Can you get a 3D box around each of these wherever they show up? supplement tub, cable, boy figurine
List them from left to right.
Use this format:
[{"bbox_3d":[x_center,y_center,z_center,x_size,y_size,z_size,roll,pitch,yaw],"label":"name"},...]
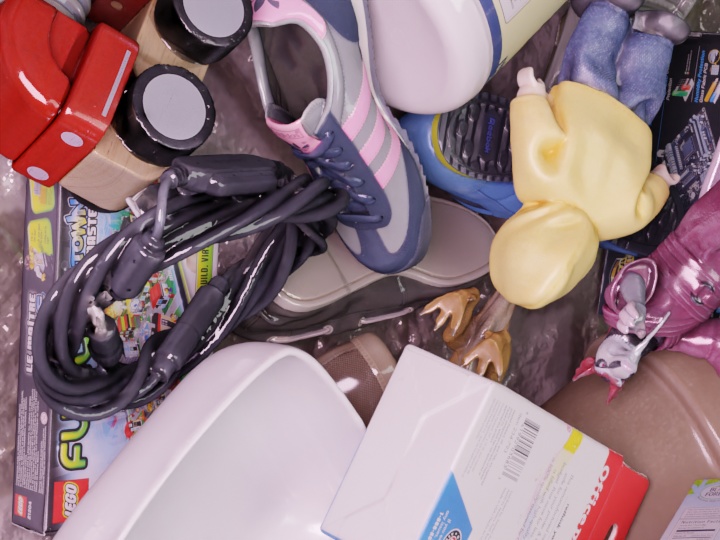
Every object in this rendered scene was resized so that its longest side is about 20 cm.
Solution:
[{"bbox_3d":[-0.083,0.010,1.090,0.163,0.051,0.200,-56,159,21],"label":"cable"},{"bbox_3d":[0.064,-0.202,1.223,0.200,0.145,0.145,-46,124,-27],"label":"supplement tub"},{"bbox_3d":[0.135,-0.065,1.247,0.124,0.064,0.201,26,76,-26],"label":"boy figurine"}]

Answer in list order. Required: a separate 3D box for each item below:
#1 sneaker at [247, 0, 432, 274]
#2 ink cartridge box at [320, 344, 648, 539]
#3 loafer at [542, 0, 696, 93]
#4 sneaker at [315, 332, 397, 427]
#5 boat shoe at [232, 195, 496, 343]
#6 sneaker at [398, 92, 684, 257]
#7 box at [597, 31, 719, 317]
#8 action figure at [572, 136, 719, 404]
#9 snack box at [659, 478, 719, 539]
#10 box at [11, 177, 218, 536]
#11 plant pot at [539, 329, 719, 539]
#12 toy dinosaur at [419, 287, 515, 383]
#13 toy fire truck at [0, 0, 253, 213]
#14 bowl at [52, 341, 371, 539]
[{"bbox_3d":[-0.021,-0.074,1.167,0.082,0.070,0.201,-49,126,-48],"label":"sneaker"},{"bbox_3d":[0.077,0.133,1.208,0.200,0.067,0.117,32,82,-51],"label":"ink cartridge box"},{"bbox_3d":[0.156,-0.156,1.338,0.075,0.070,0.201,26,107,-9],"label":"loafer"},{"bbox_3d":[0.006,0.132,1.289,0.075,0.070,0.201,-24,116,-10],"label":"sneaker"},{"bbox_3d":[0.000,0.000,1.267,0.199,0.057,0.067,-12,69,-44],"label":"boat shoe"},{"bbox_3d":[0.109,-0.058,1.312,0.199,0.078,0.066,20,76,-26],"label":"sneaker"},{"bbox_3d":[0.242,-0.056,1.395,0.046,0.159,0.201,5,92,-45],"label":"box"},{"bbox_3d":[0.196,-0.006,1.264,0.200,0.149,0.134,-43,130,12],"label":"action figure"},{"bbox_3d":[0.230,0.241,1.239,0.142,0.053,0.200,-49,118,-38],"label":"snack box"},{"bbox_3d":[-0.132,0.039,1.158,0.110,0.035,0.201,-2,98,-41],"label":"box"},{"bbox_3d":[0.156,0.147,1.349,0.174,0.200,0.201,-23,112,-18],"label":"plant pot"},{"bbox_3d":[0.075,0.039,1.291,0.201,0.060,0.106,-65,165,-9],"label":"toy dinosaur"},{"bbox_3d":[-0.154,-0.153,1.061,0.199,0.129,0.177,29,60,-19],"label":"toy fire truck"},{"bbox_3d":[-0.081,0.148,1.143,0.200,0.074,0.200,-51,139,-21],"label":"bowl"}]
